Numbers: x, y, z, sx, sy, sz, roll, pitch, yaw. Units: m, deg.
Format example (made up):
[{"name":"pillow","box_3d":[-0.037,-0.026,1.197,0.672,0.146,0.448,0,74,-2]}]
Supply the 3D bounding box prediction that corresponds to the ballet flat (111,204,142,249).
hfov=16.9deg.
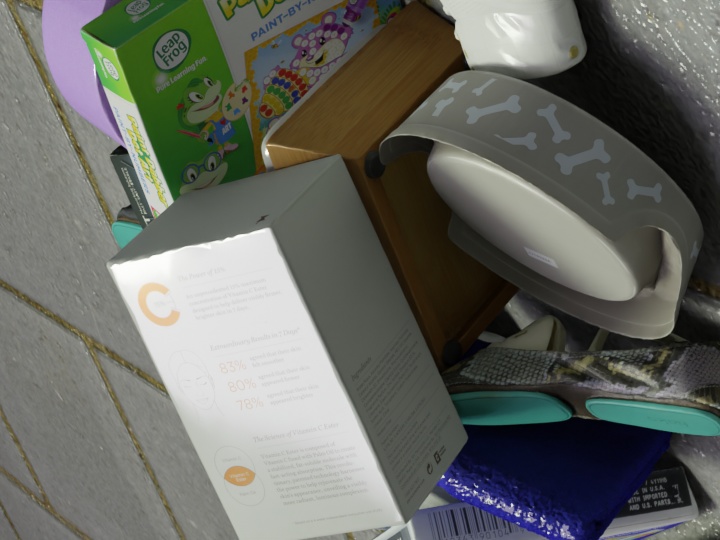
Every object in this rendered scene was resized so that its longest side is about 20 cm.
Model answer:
[{"name":"ballet flat","box_3d":[-0.136,-0.027,2.019,0.200,0.073,0.073,23,143,54]}]

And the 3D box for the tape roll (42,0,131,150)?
[{"name":"tape roll","box_3d":[-0.101,-0.166,1.538,0.066,0.200,0.201,35,152,43]}]

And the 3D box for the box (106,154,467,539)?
[{"name":"box","box_3d":[-0.041,0.050,1.440,0.124,0.098,0.201,-12,112,33]}]

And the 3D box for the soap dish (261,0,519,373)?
[{"name":"soap dish","box_3d":[0.034,-0.042,1.515,0.081,0.157,0.201,8,132,41]}]

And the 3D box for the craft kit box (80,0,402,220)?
[{"name":"craft kit box","box_3d":[-0.058,-0.119,1.520,0.048,0.200,0.198,32,151,46]}]

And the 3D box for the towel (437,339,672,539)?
[{"name":"towel","box_3d":[0.086,0.107,1.556,0.199,0.148,0.050,22,126,21]}]

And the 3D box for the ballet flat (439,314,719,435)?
[{"name":"ballet flat","box_3d":[0.133,0.062,1.476,0.199,0.072,0.072,1,133,22]}]

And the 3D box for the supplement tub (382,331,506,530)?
[{"name":"supplement tub","box_3d":[0.047,0.118,1.750,0.132,0.132,0.200,56,160,-3]}]

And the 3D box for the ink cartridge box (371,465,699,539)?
[{"name":"ink cartridge box","box_3d":[0.101,0.184,1.648,0.200,0.197,0.044,131,128,-67]}]

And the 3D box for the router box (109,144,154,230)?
[{"name":"router box","box_3d":[-0.083,-0.013,1.740,0.150,0.062,0.201,0,118,55]}]

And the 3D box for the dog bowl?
[{"name":"dog bowl","box_3d":[0.109,-0.040,1.393,0.200,0.059,0.200,32,168,8]}]

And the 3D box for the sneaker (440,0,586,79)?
[{"name":"sneaker","box_3d":[0.049,-0.165,1.392,0.200,0.074,0.116,26,142,50]}]
